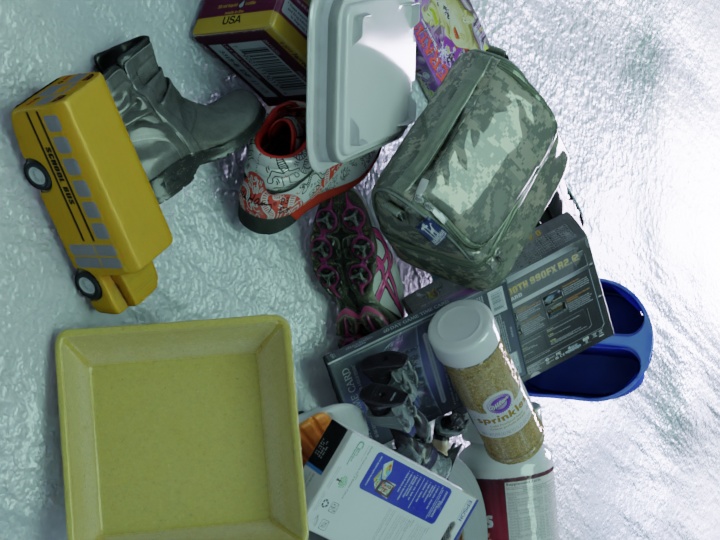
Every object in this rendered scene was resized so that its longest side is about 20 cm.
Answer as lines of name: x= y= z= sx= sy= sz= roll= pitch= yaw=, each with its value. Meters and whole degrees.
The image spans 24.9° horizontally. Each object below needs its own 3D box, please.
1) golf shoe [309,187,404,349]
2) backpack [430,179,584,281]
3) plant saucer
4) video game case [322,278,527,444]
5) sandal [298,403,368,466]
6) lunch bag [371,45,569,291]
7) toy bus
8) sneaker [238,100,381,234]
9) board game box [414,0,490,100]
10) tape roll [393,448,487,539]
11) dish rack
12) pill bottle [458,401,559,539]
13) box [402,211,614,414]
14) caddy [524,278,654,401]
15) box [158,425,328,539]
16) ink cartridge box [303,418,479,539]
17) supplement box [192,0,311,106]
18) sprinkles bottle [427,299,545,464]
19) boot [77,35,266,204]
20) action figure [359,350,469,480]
golf shoe: x=0.000 y=0.000 z=1.665 sx=0.092 sy=0.072 sz=0.200 roll=-58 pitch=141 yaw=-56
backpack: x=0.149 y=-0.056 z=1.781 sx=0.178 sy=0.150 sz=0.200 roll=-60 pitch=146 yaw=-26
plant saucer: x=-0.152 y=0.145 z=1.384 sx=0.200 sy=0.048 sz=0.200 roll=-4 pitch=80 yaw=-9
video game case: x=0.070 y=0.097 z=1.665 sx=0.200 sy=0.019 sz=0.143 roll=-25 pitch=132 yaw=-8
sandal: x=-0.085 y=0.180 z=1.555 sx=0.207 sy=0.059 sz=0.079 roll=-27 pitch=123 yaw=-28
lunch bag: x=0.101 y=-0.100 z=1.598 sx=0.200 sy=0.139 sz=0.168 roll=-58 pitch=149 yaw=-15
toy bus: x=-0.218 y=-0.062 z=1.361 sx=0.065 sy=0.078 sz=0.200 roll=-46 pitch=124 yaw=-43
sneaker: x=-0.039 y=-0.124 z=1.562 sx=0.201 sy=0.067 sz=0.108 roll=-40 pitch=153 yaw=-37
board game box: x=0.085 y=-0.273 z=1.810 sx=0.120 sy=0.032 sz=0.200 roll=-55 pitch=130 yaw=-32
tape roll: x=0.055 y=0.290 z=1.728 sx=0.200 sy=0.066 sz=0.201 roll=0 pitch=90 yaw=-52
dish rack: x=0.009 y=-0.187 z=1.525 sx=0.200 sy=0.043 sz=0.172 roll=-32 pitch=126 yaw=-63
pill bottle: x=0.166 y=0.253 z=1.838 sx=0.110 sy=0.109 sz=0.200 roll=-13 pitch=100 yaw=-52
box: x=0.158 y=0.049 z=1.719 sx=0.200 sy=0.048 sz=0.158 roll=-28 pitch=132 yaw=-5
caddy: x=0.243 y=0.079 z=1.883 sx=0.105 sy=0.200 sz=0.142 roll=19 pitch=75 yaw=-69
box: x=-0.114 y=0.245 z=1.481 sx=0.158 sy=0.050 sz=0.200 roll=-52 pitch=132 yaw=-14
ink cartridge box: x=0.021 y=0.219 z=1.526 sx=0.200 sy=0.039 sz=0.100 roll=34 pitch=85 yaw=-42
supplement box: x=-0.059 y=-0.276 z=1.555 sx=0.131 sy=0.103 sz=0.200 roll=41 pitch=59 yaw=-45
sprinkles bottle: x=0.130 y=0.115 z=1.653 sx=0.068 sy=0.068 sz=0.200 roll=-64 pitch=144 yaw=-31
boot: x=-0.167 y=-0.152 z=1.446 sx=0.200 sy=0.070 sz=0.132 roll=-47 pitch=119 yaw=-49
action figure: x=0.058 y=0.176 z=1.627 sx=0.200 sy=0.069 sz=0.130 roll=63 pitch=34 yaw=-36
